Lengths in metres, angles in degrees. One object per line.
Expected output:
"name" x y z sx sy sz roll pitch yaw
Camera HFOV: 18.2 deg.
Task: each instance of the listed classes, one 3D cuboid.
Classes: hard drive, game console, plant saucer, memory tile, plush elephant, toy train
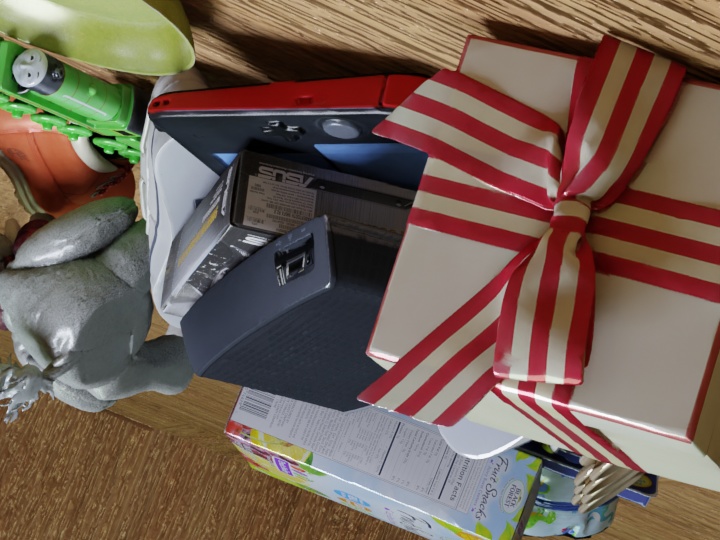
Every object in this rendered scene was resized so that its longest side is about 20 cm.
"hard drive" -0.010 0.030 1.243 0.134 0.043 0.200 15 156 -22
"game console" 0.000 -0.056 1.254 0.176 0.031 0.200 -4 159 24
"plant saucer" -0.175 -0.159 1.186 0.199 0.031 0.200 20 168 4
"memory tile" 0.193 0.092 1.352 0.017 0.153 0.200 57 175 12
"plush elephant" -0.210 0.012 1.463 0.155 0.200 0.165 32 132 29
"toy train" -0.161 -0.100 1.352 0.056 0.042 0.200 5 173 26

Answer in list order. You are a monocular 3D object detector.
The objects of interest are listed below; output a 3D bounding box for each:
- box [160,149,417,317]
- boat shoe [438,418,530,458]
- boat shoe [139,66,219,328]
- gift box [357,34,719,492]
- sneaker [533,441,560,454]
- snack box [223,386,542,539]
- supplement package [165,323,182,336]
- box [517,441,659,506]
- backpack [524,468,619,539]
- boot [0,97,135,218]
"box" 0.000 0.000 1.290 0.199 0.049 0.158 13 157 -16
"boat shoe" 0.139 0.053 1.297 0.200 0.071 0.070 -30 169 30
"boat shoe" -0.103 -0.043 1.369 0.072 0.066 0.200 -12 143 -5
"gift box" 0.103 0.003 1.071 0.199 0.185 0.187 9 167 21
"sneaker" 0.120 0.034 1.395 0.081 0.074 0.201 31 143 25
"snack box" 0.019 0.129 1.499 0.199 0.068 0.169 20 170 8
"supplement package" -0.039 0.012 1.533 0.117 0.117 0.200 24 169 -16
"box" 0.147 0.098 1.541 0.121 0.033 0.200 21 -156 1
"backpack" 0.114 0.121 1.672 0.162 0.154 0.200 6 -146 -31
"boot" -0.182 -0.074 1.505 0.107 0.075 0.200 10 165 22
